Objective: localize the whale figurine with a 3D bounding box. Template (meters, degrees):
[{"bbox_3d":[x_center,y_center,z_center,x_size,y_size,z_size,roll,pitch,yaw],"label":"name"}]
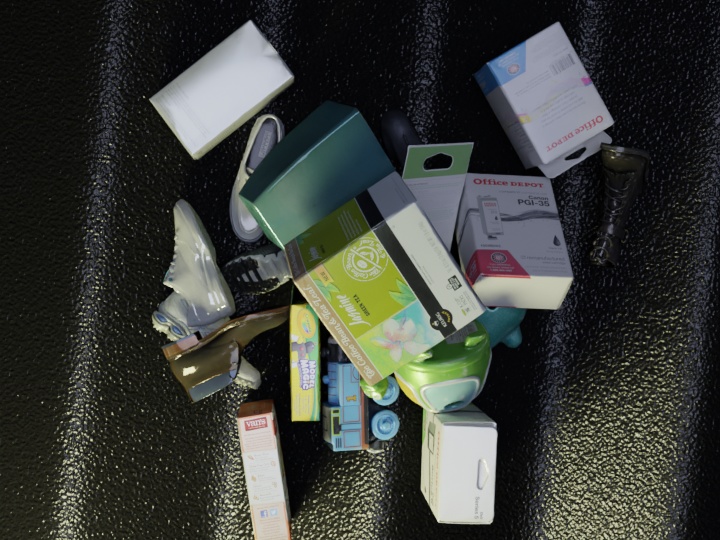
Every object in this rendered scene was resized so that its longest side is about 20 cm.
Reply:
[{"bbox_3d":[0.180,0.083,1.567,0.158,0.104,0.201,26,91,-4],"label":"whale figurine"}]

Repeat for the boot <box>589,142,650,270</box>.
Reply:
[{"bbox_3d":[0.389,-0.091,1.543,0.069,0.200,0.175,15,84,27],"label":"boot"}]

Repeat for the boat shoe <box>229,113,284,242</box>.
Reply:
[{"bbox_3d":[-0.156,-0.143,1.558,0.071,0.066,0.201,17,90,-4],"label":"boat shoe"}]

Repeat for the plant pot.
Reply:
[{"bbox_3d":[-0.070,-0.131,1.498,0.200,0.141,0.142,-37,114,-8],"label":"plant pot"}]

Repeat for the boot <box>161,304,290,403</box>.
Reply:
[{"bbox_3d":[-0.184,0.120,1.490,0.199,0.075,0.098,-20,91,7],"label":"boot"}]

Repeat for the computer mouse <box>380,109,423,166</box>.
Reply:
[{"bbox_3d":[0.090,-0.162,1.590,0.058,0.034,0.201,-30,93,-4],"label":"computer mouse"}]

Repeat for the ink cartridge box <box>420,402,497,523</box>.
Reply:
[{"bbox_3d":[0.144,0.283,1.520,0.083,0.200,0.147,2,91,-4],"label":"ink cartridge box"}]

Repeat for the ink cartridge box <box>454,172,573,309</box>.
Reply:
[{"bbox_3d":[0.223,-0.047,1.520,0.145,0.083,0.201,2,52,-9],"label":"ink cartridge box"}]

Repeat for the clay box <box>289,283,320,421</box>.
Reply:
[{"bbox_3d":[-0.084,0.120,1.544,0.047,0.115,0.202,0,92,-4],"label":"clay box"}]

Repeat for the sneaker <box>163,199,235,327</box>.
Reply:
[{"bbox_3d":[-0.262,-0.011,1.532,0.088,0.075,0.201,-23,72,3],"label":"sneaker"}]

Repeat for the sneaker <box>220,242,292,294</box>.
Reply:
[{"bbox_3d":[-0.122,-0.019,1.565,0.199,0.091,0.067,-18,110,21],"label":"sneaker"}]

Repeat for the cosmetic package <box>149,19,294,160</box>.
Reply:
[{"bbox_3d":[-0.209,-0.275,1.546,0.200,0.081,0.113,-37,94,-3],"label":"cosmetic package"}]

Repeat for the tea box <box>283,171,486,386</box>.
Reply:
[{"bbox_3d":[0.031,0.011,1.393,0.196,0.134,0.200,-34,115,5],"label":"tea box"}]

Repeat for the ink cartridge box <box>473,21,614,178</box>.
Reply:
[{"bbox_3d":[0.284,-0.253,1.555,0.128,0.125,0.201,-29,94,-3],"label":"ink cartridge box"}]

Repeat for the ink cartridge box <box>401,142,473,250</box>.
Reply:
[{"bbox_3d":[0.087,-0.096,1.494,0.145,0.048,0.201,-10,116,-43],"label":"ink cartridge box"}]

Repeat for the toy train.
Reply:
[{"bbox_3d":[-0.003,0.182,1.558,0.113,0.087,0.202,-2,92,-16],"label":"toy train"}]

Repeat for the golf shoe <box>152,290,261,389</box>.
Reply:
[{"bbox_3d":[-0.220,0.100,1.557,0.200,0.078,0.097,38,83,-5],"label":"golf shoe"}]

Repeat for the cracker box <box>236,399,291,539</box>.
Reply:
[{"bbox_3d":[-0.144,0.306,1.534,0.057,0.134,0.202,-9,92,-4],"label":"cracker box"}]

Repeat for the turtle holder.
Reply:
[{"bbox_3d":[0.104,0.143,1.481,0.185,0.141,0.133,-25,123,-27],"label":"turtle holder"}]
